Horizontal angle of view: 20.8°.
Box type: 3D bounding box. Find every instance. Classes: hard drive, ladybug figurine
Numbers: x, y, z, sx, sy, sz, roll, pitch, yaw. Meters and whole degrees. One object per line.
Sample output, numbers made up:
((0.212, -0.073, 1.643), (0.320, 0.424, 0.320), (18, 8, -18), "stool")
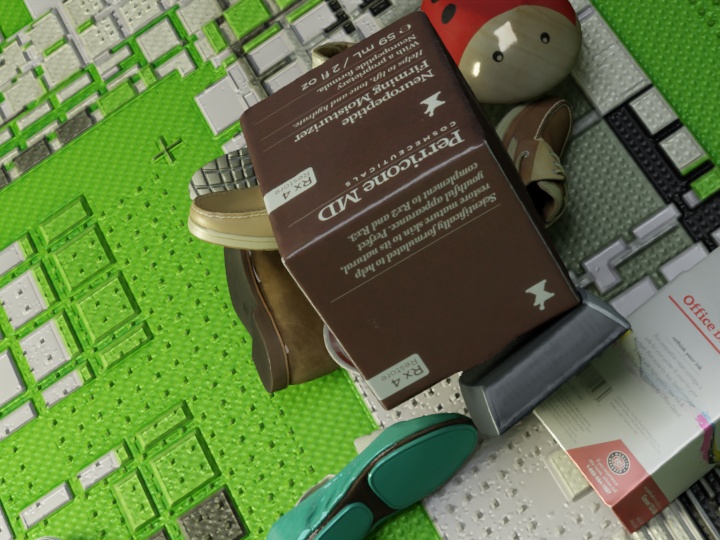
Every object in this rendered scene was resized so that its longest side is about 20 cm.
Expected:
((0.131, 0.065, 1.464), (0.135, 0.200, 0.042), (-39, 91, -1), "hard drive")
((0.111, -0.214, 1.660), (0.135, 0.072, 0.200), (-25, 37, -5), "ladybug figurine")

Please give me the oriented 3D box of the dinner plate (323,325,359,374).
((0.065, 0.025, 1.579), (0.198, 0.024, 0.201), (-17, 34, 12), "dinner plate")

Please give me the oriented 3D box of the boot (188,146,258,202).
((-0.041, -0.092, 1.668), (0.198, 0.131, 0.068), (-19, 97, 8), "boot")

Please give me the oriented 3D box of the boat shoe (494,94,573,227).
((0.132, -0.061, 1.575), (0.073, 0.076, 0.201), (8, 49, 31), "boat shoe")

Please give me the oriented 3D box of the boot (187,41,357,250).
((-0.042, -0.100, 1.544), (0.198, 0.157, 0.073), (-5, 28, -5), "boot")

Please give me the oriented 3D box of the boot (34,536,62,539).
((-0.244, 0.288, 1.564), (0.072, 0.090, 0.201), (-31, 56, 5), "boot")

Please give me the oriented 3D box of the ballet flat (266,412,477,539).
((0.001, 0.168, 1.540), (0.200, 0.067, 0.070), (-41, 41, -4), "ballet flat")

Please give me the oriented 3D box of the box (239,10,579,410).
((0.032, -0.046, 1.417), (0.165, 0.165, 0.201), (-29, 35, 7), "box")

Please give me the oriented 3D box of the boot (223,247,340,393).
((-0.069, 0.015, 1.662), (0.075, 0.074, 0.201), (-12, 53, -14), "boot")

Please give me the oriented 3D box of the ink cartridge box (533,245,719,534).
((0.240, 0.086, 1.476), (0.200, 0.068, 0.117), (-39, 56, 2), "ink cartridge box")
